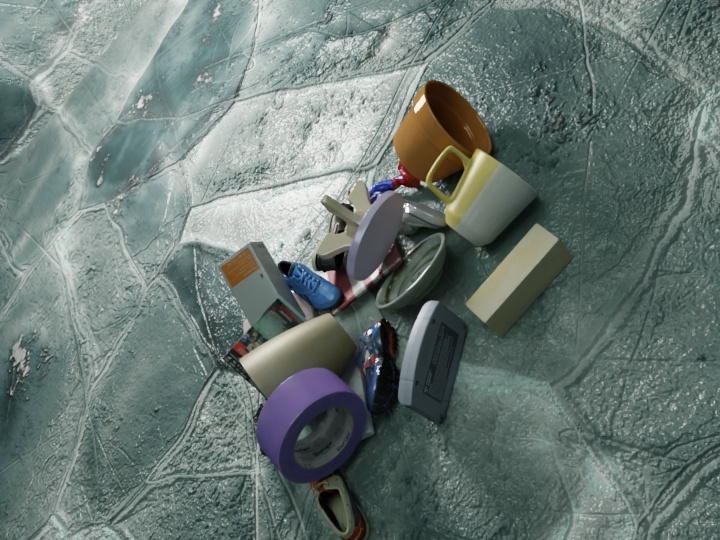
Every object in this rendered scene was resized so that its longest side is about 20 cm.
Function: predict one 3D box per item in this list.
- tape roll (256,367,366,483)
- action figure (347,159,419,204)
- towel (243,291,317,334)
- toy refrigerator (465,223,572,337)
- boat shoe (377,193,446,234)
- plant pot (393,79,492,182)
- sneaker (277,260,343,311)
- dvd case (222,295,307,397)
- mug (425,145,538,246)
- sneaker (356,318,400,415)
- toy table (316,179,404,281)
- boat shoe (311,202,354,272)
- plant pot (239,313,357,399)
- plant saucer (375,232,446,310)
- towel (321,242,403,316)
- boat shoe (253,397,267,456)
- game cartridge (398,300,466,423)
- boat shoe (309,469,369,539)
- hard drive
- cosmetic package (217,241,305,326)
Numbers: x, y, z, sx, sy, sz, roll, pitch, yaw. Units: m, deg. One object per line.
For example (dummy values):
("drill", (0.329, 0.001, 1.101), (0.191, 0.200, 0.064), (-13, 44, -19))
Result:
("tape roll", (-0.090, 0.290, 1.394), (0.201, 0.200, 0.085), (-53, 46, -1))
("action figure", (0.064, -0.217, 1.696), (0.198, 0.065, 0.100), (-16, 68, 31))
("towel", (-0.178, 0.146, 1.698), (0.199, 0.032, 0.193), (-30, 50, 18))
("toy refrigerator", (0.291, 0.018, 1.377), (0.200, 0.076, 0.070), (-49, 46, 5))
("boat shoe", (0.106, -0.111, 1.614), (0.199, 0.070, 0.071), (23, 107, 40))
("plant pot", (0.163, -0.282, 1.586), (0.140, 0.199, 0.202), (-39, 45, 34))
("sneaker", (-0.119, 0.029, 1.647), (0.066, 0.079, 0.199), (-51, 42, -10))
("dvd case", (-0.185, 0.171, 1.609), (0.200, 0.146, 0.022), (-47, 5, 20))
("mug", (0.233, -0.144, 1.474), (0.186, 0.149, 0.154), (42, 102, 32))
("sneaker", (0.031, 0.198, 1.488), (0.078, 0.075, 0.202), (-27, 43, 34))
("toy table", (-0.005, -0.090, 1.560), (0.116, 0.185, 0.201), (24, 67, 30))
("boat shoe", (-0.048, -0.076, 1.690), (0.062, 0.074, 0.203), (2, 47, 23))
("plant pot", (-0.110, 0.186, 1.503), (0.200, 0.188, 0.187), (-41, 45, -8))
("plant saucer", (0.114, 0.013, 1.502), (0.200, 0.050, 0.200), (-46, 13, 14))
("towel", (0.000, 0.000, 1.634), (0.199, 0.023, 0.145), (-40, 35, 14))
("boat shoe", (-0.182, 0.356, 1.551), (0.066, 0.074, 0.200), (-44, 46, 11))
("game cartridge", (0.132, 0.166, 1.374), (0.040, 0.133, 0.202), (3, 66, 37))
("boat shoe", (-0.054, 0.432, 1.413), (0.071, 0.062, 0.200), (-48, 44, 7))
("hard drive", (-0.044, 0.264, 1.529), (0.131, 0.025, 0.202), (-28, 51, 23))
("cosmetic package", (-0.220, 0.046, 1.652), (0.101, 0.071, 0.201), (-33, 83, 18))
